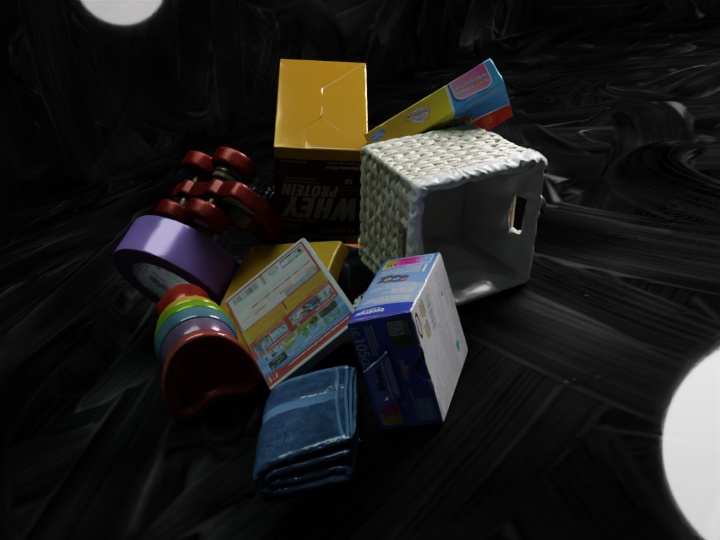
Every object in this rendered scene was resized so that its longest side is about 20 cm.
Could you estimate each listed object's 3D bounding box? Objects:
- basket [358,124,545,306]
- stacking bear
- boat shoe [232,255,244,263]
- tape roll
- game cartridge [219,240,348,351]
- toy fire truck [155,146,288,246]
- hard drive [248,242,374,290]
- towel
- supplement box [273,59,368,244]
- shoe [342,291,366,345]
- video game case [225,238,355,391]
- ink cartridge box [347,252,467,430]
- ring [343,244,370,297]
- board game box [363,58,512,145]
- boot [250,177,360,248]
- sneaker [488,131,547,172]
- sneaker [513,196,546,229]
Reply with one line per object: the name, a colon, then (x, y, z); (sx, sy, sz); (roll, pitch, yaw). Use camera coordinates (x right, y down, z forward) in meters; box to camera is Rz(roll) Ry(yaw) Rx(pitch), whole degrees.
basket: (0.116, -0.075, 1.204); (0.200, 0.199, 0.161); (-15, 36, -23)
stacking bear: (-0.218, 0.084, 1.177); (0.121, 0.114, 0.200); (-21, 30, -11)
boat shoe: (-0.196, 0.014, 1.465); (0.202, 0.065, 0.074); (15, -6, 17)
tape roll: (-0.271, 0.003, 1.366); (0.200, 0.200, 0.066); (1, 55, 41)
game cartridge: (-0.120, 0.049, 1.240); (0.176, 0.032, 0.200); (-2, 52, 36)
toy fire truck: (-0.190, -0.089, 1.335); (0.200, 0.168, 0.112); (5, 64, 49)
hard drive: (-0.067, -0.010, 1.357); (0.200, 0.042, 0.135); (8, 14, 32)
towel: (-0.057, 0.165, 0.974); (0.111, 0.049, 0.200); (-15, 19, 5)
supplement box: (-0.062, -0.179, 1.379); (0.132, 0.200, 0.198); (2, 51, -3)
shoe: (0.023, 0.041, 1.251); (0.070, 0.053, 0.200); (2, 26, 43)
video game case: (-0.091, 0.054, 1.175); (0.143, 0.017, 0.200); (-39, 41, 1)
ink cartridge box: (0.053, 0.080, 0.986); (0.076, 0.137, 0.200); (-11, 19, 19)
ring: (0.000, 0.000, 1.416); (0.200, 0.019, 0.201); (-9, 25, 4)
board game box: (0.115, -0.208, 1.285); (0.200, 0.040, 0.153); (-30, -14, 9)
boot: (-0.098, -0.079, 1.515); (0.200, 0.169, 0.076); (-18, 19, -6)
sneaker: (0.264, -0.168, 1.628); (0.200, 0.116, 0.075); (14, -19, -39)
sneaker: (0.205, -0.105, 1.489); (0.199, 0.070, 0.093); (-14, 25, 16)
